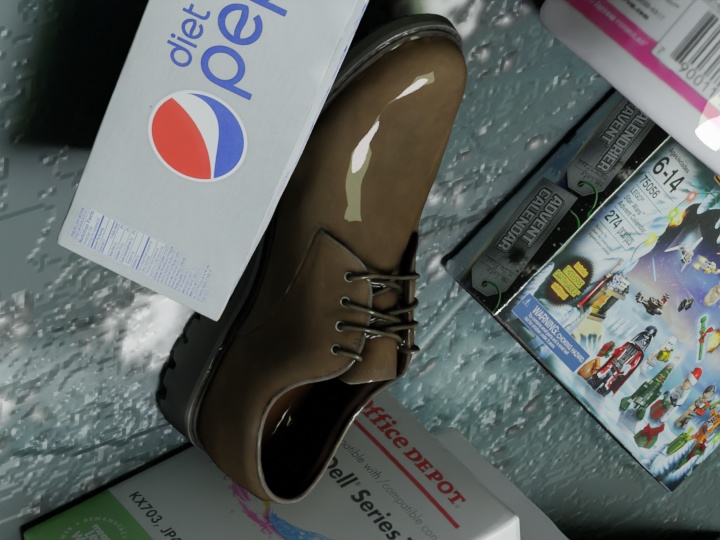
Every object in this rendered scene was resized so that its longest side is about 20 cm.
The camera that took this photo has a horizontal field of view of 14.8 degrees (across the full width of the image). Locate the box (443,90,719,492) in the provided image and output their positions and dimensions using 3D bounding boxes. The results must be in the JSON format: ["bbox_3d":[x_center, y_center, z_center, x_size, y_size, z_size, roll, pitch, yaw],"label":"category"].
[{"bbox_3d":[0.134,0.002,1.189,0.137,0.040,0.200,-47,142,1],"label":"box"}]

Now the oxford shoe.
[{"bbox_3d":[0.000,0.000,1.030,0.073,0.084,0.200,0,122,-41],"label":"oxford shoe"}]

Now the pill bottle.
[{"bbox_3d":[0.171,-0.135,1.037,0.200,0.113,0.113,-49,142,6],"label":"pill bottle"}]

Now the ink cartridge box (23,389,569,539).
[{"bbox_3d":[-0.016,0.112,1.088,0.200,0.117,0.067,-26,135,-23],"label":"ink cartridge box"}]

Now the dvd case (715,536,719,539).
[{"bbox_3d":[0.115,0.202,1.309,0.143,0.018,0.200,-58,165,16],"label":"dvd case"}]

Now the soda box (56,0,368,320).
[{"bbox_3d":[-0.033,-0.086,0.898,0.068,0.063,0.200,-65,180,-56],"label":"soda box"}]
